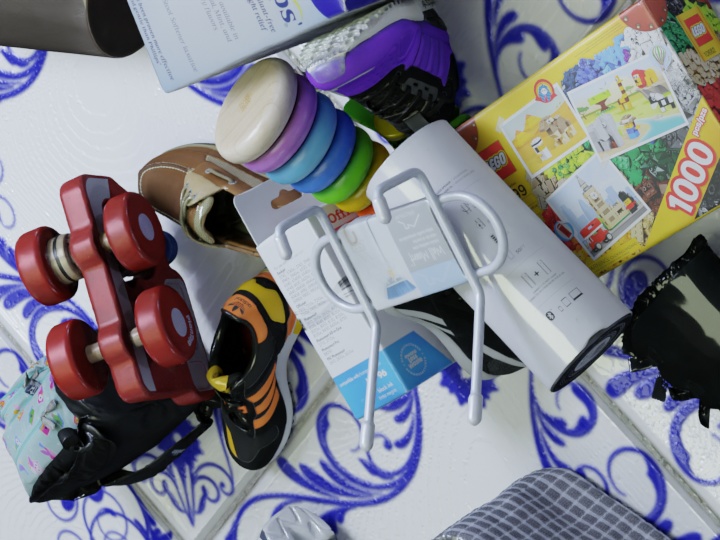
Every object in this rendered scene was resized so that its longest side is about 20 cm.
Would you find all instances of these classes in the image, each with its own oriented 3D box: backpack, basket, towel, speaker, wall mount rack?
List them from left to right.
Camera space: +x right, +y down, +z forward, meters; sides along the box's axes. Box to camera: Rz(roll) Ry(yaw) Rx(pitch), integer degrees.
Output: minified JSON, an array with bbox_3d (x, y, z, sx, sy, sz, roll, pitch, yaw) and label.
[{"bbox_3d":[-0.269,-0.256,1.758,0.199,0.136,0.181,18,124,28],"label":"basket"},{"bbox_3d":[-0.241,0.128,1.906,0.200,0.166,0.127,-42,61,46],"label":"backpack"},{"bbox_3d":[0.025,0.026,1.469,0.200,0.074,0.174,-19,100,49],"label":"wall mount rack"},{"bbox_3d":[0.096,-0.013,1.492,0.200,0.081,0.081,46,132,14],"label":"speaker"},{"bbox_3d":[0.168,0.243,1.601,0.200,0.165,0.086,34,122,23],"label":"towel"}]

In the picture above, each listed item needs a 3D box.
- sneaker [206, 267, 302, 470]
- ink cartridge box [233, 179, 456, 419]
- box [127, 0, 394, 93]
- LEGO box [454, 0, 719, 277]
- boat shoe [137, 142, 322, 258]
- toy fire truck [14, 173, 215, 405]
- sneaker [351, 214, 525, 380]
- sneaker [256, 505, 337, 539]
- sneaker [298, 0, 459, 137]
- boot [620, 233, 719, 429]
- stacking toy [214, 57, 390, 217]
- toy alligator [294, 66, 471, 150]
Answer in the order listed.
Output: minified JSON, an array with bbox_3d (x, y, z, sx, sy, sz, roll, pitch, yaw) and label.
[{"bbox_3d":[-0.104,0.094,1.805,0.070,0.090,0.201,28,125,27],"label":"sneaker"},{"bbox_3d":[0.000,0.000,1.659,0.068,0.116,0.200,-32,89,43],"label":"ink cartridge box"},{"bbox_3d":[-0.042,-0.225,1.546,0.200,0.184,0.105,-18,96,42],"label":"box"},{"bbox_3d":[0.187,-0.092,1.490,0.200,0.077,0.149,-34,87,43],"label":"LEGO box"},{"bbox_3d":[-0.116,-0.056,1.756,0.200,0.074,0.076,14,118,38],"label":"boat shoe"},{"bbox_3d":[-0.193,0.019,1.778,0.112,0.168,0.201,-21,82,18],"label":"toy fire truck"},{"bbox_3d":[0.088,0.007,1.578,0.112,0.073,0.200,-16,140,36],"label":"sneaker"},{"bbox_3d":[-0.023,0.314,1.852,0.199,0.079,0.130,36,137,11],"label":"sneaker"},{"bbox_3d":[0.028,-0.139,1.516,0.069,0.200,0.100,-22,95,26],"label":"sneaker"},{"bbox_3d":[0.284,0.041,1.479,0.162,0.073,0.198,47,132,17],"label":"boot"},{"bbox_3d":[-0.010,-0.080,1.594,0.200,0.086,0.085,29,142,-30],"label":"stacking toy"},{"bbox_3d":[0.033,-0.122,1.623,0.200,0.059,0.054,36,88,22],"label":"toy alligator"}]
